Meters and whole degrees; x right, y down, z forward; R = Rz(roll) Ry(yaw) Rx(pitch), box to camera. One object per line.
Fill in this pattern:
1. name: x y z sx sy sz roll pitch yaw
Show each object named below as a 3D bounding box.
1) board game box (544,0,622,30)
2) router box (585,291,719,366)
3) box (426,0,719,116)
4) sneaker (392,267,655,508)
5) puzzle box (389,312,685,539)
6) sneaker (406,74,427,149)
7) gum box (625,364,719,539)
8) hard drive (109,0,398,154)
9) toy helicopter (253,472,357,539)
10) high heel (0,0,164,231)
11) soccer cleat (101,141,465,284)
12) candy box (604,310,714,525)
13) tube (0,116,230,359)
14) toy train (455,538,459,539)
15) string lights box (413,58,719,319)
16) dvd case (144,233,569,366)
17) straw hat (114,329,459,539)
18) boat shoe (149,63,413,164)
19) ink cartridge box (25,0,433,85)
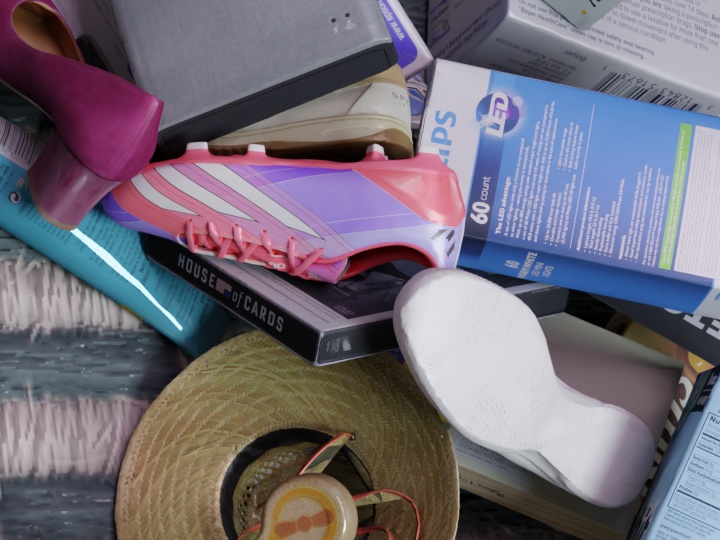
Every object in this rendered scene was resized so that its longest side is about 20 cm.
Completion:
1. board game box: 0.187 -0.267 1.312 0.064 0.147 0.200 36 53 -14
2. router box: 0.198 -0.010 1.281 0.200 0.052 0.157 30 24 4
3. box: 0.150 -0.202 1.416 0.183 0.105 0.201 18 59 -24
4. sneaker: 0.071 0.064 1.130 0.200 0.088 0.075 42 76 -35
5. puzzle box: 0.082 0.072 1.241 0.199 0.025 0.133 23 54 5
6. sneaker: 0.027 -0.097 1.300 0.200 0.076 0.077 36 52 -11
7. gum box: 0.173 0.153 1.162 0.044 0.170 0.201 25 88 7
8. hard drive: -0.075 -0.176 1.163 0.139 0.033 0.200 -22 62 4
9. toy helicopter: -0.081 0.175 1.045 0.132 0.200 0.079 43 8 16
10. high heel: -0.154 -0.120 1.143 0.067 0.096 0.200 17 38 -43
11. soccer cleat: -0.043 -0.026 1.116 0.199 0.067 0.077 -2 78 8
12. candy box: 0.193 0.090 1.328 0.115 0.055 0.200 43 52 -4
13. tube: -0.151 -0.025 1.172 0.200 0.050 0.078 32 64 -21
14. toy train: 0.042 0.167 1.173 0.034 0.046 0.201 -17 91 -51
15. string lights box: 0.128 -0.045 1.177 0.199 0.059 0.103 12 73 0
16. dvd case: 0.000 0.000 1.186 0.200 0.025 0.150 -10 30 -43
17. straw hat: -0.028 0.135 1.139 0.085 0.200 0.202 53 32 -58
18. boat shoe: -0.066 -0.083 1.178 0.199 0.074 0.067 -1 65 11
19. ink cartridge box: -0.090 -0.153 1.233 0.200 0.043 0.198 -32 85 2
